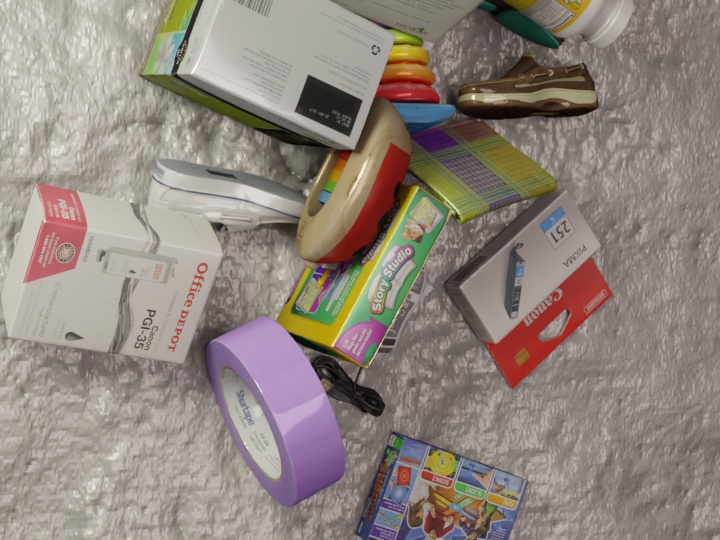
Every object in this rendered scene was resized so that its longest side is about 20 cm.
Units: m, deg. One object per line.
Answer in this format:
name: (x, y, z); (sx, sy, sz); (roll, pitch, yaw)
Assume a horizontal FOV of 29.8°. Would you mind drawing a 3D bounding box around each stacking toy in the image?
stacking toy: (0.036, -0.261, 1.574); (0.115, 0.110, 0.203); (-3, 85, -25)

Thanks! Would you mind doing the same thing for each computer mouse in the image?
computer mouse: (0.018, 0.066, 1.623); (0.109, 0.044, 0.202); (26, 89, -22)

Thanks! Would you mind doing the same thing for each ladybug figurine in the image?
ladybug figurine: (-0.004, -0.089, 1.474); (0.071, 0.136, 0.201); (27, 93, -18)

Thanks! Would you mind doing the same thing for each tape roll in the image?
tape roll: (-0.095, 0.155, 1.486); (0.065, 0.200, 0.202); (-26, 106, -22)

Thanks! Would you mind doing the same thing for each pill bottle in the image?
pill bottle: (0.222, -0.341, 1.577); (0.199, 0.104, 0.105); (29, 83, -23)

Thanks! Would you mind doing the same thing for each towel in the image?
towel: (0.132, -0.119, 1.586); (0.199, 0.144, 0.023); (-21, 146, -47)

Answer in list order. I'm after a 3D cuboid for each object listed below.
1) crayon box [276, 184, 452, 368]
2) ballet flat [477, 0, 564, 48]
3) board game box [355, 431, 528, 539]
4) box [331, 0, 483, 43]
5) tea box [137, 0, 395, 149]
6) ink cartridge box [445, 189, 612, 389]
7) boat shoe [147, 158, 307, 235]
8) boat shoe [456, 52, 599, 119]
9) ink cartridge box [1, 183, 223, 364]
crayon box: (0.000, 0.000, 1.532); (0.058, 0.172, 0.201); (32, 81, -25)
ballet flat: (0.175, -0.337, 1.645); (0.198, 0.073, 0.074); (20, 87, -25)
board game box: (0.105, 0.296, 1.692); (0.199, 0.034, 0.137); (23, 86, -27)
box: (0.049, -0.397, 1.481); (0.198, 0.171, 0.201); (15, 66, -25)
tea box: (-0.103, -0.228, 1.443); (0.199, 0.196, 0.135); (22, 86, -27)
ink cartridge box: (0.228, 0.025, 1.722); (0.200, 0.045, 0.177); (-41, 110, -17)
boat shoe: (-0.145, -0.074, 1.518); (0.198, 0.074, 0.066); (12, 108, -25)
boat shoe: (0.203, -0.230, 1.675); (0.200, 0.074, 0.076); (-3, 83, -32)
ink cartridge box: (-0.262, 0.006, 1.426); (0.198, 0.083, 0.148); (11, 115, -27)
